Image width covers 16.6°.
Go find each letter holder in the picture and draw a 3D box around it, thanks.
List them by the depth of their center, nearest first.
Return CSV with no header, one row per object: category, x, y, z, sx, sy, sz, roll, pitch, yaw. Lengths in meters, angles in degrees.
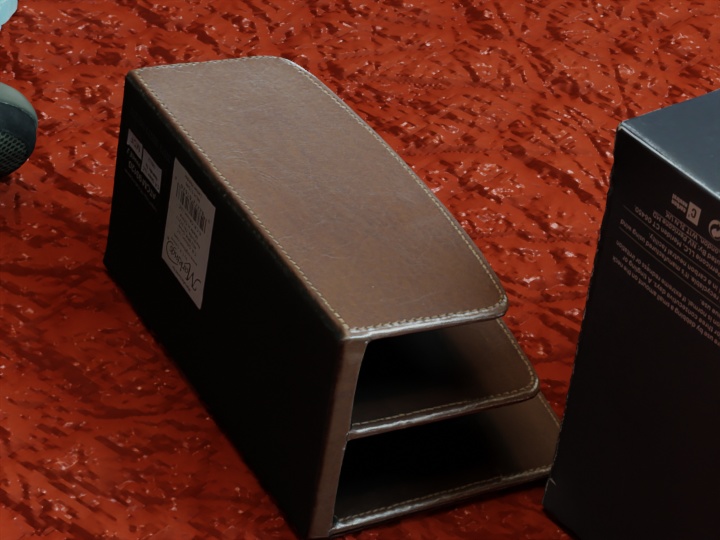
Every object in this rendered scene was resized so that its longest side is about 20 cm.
letter holder,0.000,0.000,1.029,0.141,0.101,0.200,-10,39,-28

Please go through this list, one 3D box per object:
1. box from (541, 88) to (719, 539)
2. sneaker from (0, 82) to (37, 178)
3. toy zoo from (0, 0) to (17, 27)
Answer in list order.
box,0.188,0.019,0.969,0.199,0.183,0.104,-20,44,-34
sneaker,-0.211,-0.027,1.051,0.199,0.076,0.115,-6,56,-47
toy zoo,-0.245,-0.178,1.297,0.131,0.021,0.200,-20,43,-34
